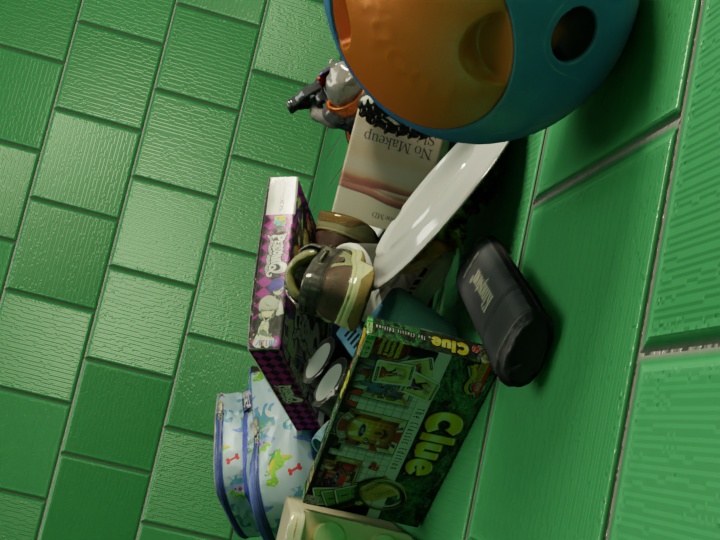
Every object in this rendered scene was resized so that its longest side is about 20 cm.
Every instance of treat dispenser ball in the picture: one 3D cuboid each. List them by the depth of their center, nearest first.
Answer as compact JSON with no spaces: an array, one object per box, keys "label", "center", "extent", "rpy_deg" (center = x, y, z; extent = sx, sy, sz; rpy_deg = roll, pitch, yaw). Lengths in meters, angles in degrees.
[{"label":"treat dispenser ball","center":[0.075,-0.182,0.692],"extent":[0.201,0.198,0.204],"rpy_deg":[-166,90,-82]}]

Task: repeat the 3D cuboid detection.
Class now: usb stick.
[{"label":"usb stick","center":[0.098,0.023,0.781],"extent":[0.200,0.032,0.056],"rpy_deg":[-99,28,-73]}]

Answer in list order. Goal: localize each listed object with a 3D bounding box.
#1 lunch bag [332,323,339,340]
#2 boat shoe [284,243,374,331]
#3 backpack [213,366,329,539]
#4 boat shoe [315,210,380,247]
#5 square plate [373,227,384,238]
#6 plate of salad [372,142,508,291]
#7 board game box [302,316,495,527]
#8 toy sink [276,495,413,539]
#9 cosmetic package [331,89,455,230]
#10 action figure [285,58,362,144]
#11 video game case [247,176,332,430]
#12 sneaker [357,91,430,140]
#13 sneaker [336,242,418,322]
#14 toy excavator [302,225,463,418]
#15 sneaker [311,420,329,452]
[{"label":"lunch bag","center":[-0.035,0.025,1.364],"extent":[0.200,0.130,0.138],"rpy_deg":[-150,59,-81]},{"label":"boat shoe","center":[-0.033,0.006,0.959],"extent":[0.200,0.064,0.074],"rpy_deg":[-175,107,-80]},{"label":"backpack","center":[-0.081,0.224,1.224],"extent":[0.202,0.145,0.185],"rpy_deg":[-99,-7,-48]},{"label":"boat shoe","center":[0.000,0.000,1.164],"extent":[0.200,0.071,0.073],"rpy_deg":[39,-116,-67]},{"label":"square plate","center":[0.039,-0.112,1.487],"extent":[0.199,0.028,0.203],"rpy_deg":[118,164,-64]},{"label":"plate of salad","center":[0.075,-0.054,0.927],"extent":[0.201,0.048,0.200],"rpy_deg":[-50,7,8]},{"label":"board game box","center":[0.027,0.124,0.863],"extent":[0.024,0.103,0.202],"rpy_deg":[-90,15,-49]},{"label":"toy sink","center":[-0.024,0.274,0.943],"extent":[0.200,0.110,0.133],"rpy_deg":[119,164,-80]},{"label":"cosmetic package","center":[0.047,-0.143,1.142],"extent":[0.087,0.102,0.203],"rpy_deg":[-22,-53,-76]},{"label":"action figure","center":[0.029,-0.191,1.249],"extent":[0.198,0.193,0.106],"rpy_deg":[-31,61,18]},{"label":"video game case","center":[-0.064,0.038,1.099],"extent":[0.201,0.035,0.184],"rpy_deg":[71,-160,-59]},{"label":"sneaker","center":[0.077,-0.179,1.031],"extent":[0.199,0.066,0.092],"rpy_deg":[-5,56,52]},{"label":"sneaker","center":[0.036,0.065,1.087],"extent":[0.070,0.098,0.203],"rpy_deg":[-7,97,45]},{"label":"toy excavator","center":[0.043,0.043,0.976],"extent":[0.201,0.099,0.194],"rpy_deg":[-53,17,3]},{"label":"sneaker","center":[-0.005,0.158,1.121],"extent":[0.074,0.081,0.203],"rpy_deg":[117,165,-56]}]
